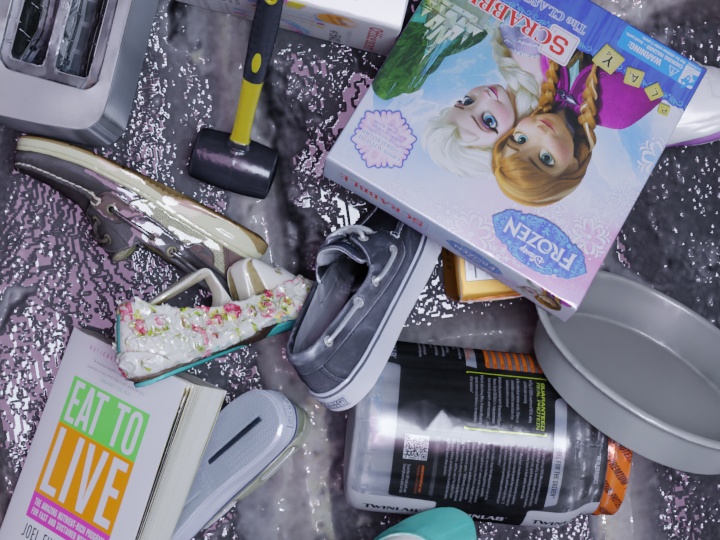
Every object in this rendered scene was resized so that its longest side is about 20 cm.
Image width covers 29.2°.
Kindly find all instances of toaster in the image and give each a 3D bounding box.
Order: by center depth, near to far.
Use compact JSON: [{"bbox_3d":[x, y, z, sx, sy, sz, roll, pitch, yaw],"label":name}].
[{"bbox_3d":[-0.243,-0.187,0.982,0.178,0.119,0.203,15,90,-2],"label":"toaster"}]

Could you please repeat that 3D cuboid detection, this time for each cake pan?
[{"bbox_3d":[0.206,0.072,0.980,0.198,0.201,0.037,25,117,-3],"label":"cake pan"}]

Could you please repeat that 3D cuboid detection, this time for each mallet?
[{"bbox_3d":[-0.086,-0.132,0.972,0.065,0.202,0.042,11,47,2],"label":"mallet"}]

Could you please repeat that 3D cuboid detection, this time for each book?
[{"bbox_3d":[-0.190,0.158,1.002,0.132,0.048,0.203,19,90,34],"label":"book"}]

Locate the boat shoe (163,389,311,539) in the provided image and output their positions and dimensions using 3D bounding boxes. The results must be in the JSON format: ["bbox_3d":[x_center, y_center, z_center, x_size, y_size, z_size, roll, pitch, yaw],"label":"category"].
[{"bbox_3d":[-0.117,0.162,1.019,0.199,0.062,0.073,-36,61,15],"label":"boat shoe"}]

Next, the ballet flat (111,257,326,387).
[{"bbox_3d":[-0.090,0.026,0.974,0.199,0.075,0.065,-17,89,-45],"label":"ballet flat"}]

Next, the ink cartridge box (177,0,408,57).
[{"bbox_3d":[-0.030,-0.239,0.986,0.197,0.129,0.127,15,90,-2],"label":"ink cartridge box"}]

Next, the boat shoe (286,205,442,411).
[{"bbox_3d":[0.000,0.000,0.977,0.068,0.071,0.202,48,51,-30],"label":"boat shoe"}]

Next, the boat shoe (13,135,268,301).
[{"bbox_3d":[-0.167,-0.037,1.011,0.198,0.073,0.066,24,85,-3],"label":"boat shoe"}]

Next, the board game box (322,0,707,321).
[{"bbox_3d":[0.107,-0.103,0.955,0.198,0.041,0.201,30,76,3],"label":"board game box"}]

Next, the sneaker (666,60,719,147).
[{"bbox_3d":[0.215,-0.137,1.020,0.197,0.075,0.101,-14,99,-5],"label":"sneaker"}]

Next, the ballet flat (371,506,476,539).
[{"bbox_3d":[-0.001,0.222,0.915,0.198,0.071,0.068,-31,74,-10],"label":"ballet flat"}]

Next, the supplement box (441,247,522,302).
[{"bbox_3d":[0.090,-0.079,1.026,0.068,0.067,0.204,-2,91,-5],"label":"supplement box"}]

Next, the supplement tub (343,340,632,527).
[{"bbox_3d":[0.089,0.119,1.000,0.197,0.123,0.125,6,91,-2],"label":"supplement tub"}]
